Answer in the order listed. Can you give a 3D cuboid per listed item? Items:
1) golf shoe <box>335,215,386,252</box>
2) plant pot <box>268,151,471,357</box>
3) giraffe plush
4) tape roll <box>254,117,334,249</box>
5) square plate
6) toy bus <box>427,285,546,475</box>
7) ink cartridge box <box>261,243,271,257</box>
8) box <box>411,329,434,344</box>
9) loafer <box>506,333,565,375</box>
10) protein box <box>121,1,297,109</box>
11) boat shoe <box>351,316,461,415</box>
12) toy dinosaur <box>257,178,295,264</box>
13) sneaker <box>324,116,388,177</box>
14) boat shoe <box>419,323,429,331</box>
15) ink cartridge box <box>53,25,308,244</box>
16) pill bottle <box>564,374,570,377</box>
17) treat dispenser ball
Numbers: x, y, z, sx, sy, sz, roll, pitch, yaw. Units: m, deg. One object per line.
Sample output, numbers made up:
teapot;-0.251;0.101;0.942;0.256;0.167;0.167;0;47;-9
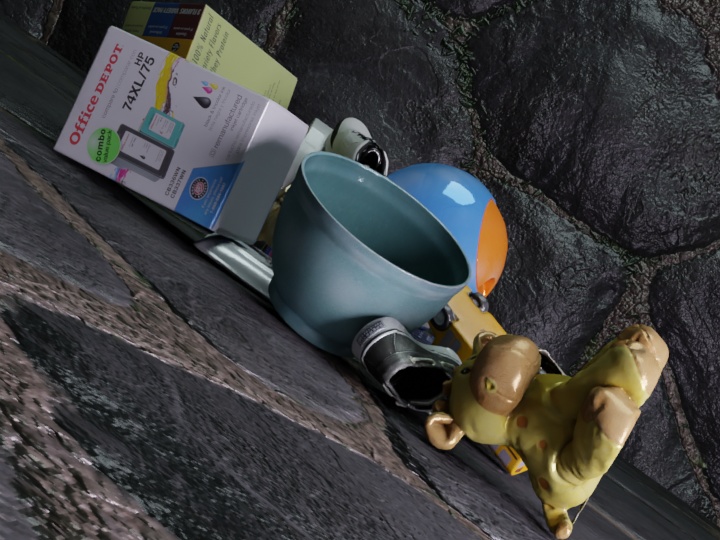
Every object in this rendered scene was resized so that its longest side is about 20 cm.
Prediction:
golf shoe;0.021;-0.020;1.355;0.199;0.095;0.078;23;23;-19
plant pot;-0.008;-0.001;1.235;0.199;0.135;0.201;30;23;-14
giraffe plush;0.153;0.117;1.103;0.161;0.201;0.172;30;26;12
tape roll;-0.100;-0.110;1.656;0.037;0.204;0.203;35;2;-7
square plate;-0.091;0.014;1.393;0.197;0.029;0.200;34;2;-4
toy bus;0.132;0.108;1.313;0.065;0.079;0.200;-13;55;-41
ink cartridge box;-0.066;-0.045;1.590;0.076;0.137;0.200;33;2;-7
box;0.077;0.107;1.626;0.157;0.051;0.200;34;2;5
loafer;0.204;0.123;1.525;0.200;0.075;0.069;35;-25;47
protein box;-0.215;-0.205;1.597;0.134;0.200;0.200;11;-13;36
boat shoe;0.058;0.108;1.206;0.064;0.071;0.200;53;11;33
toy dinosaur;-0.093;-0.055;1.443;0.200;0.100;0.059;-123;-162;-49
sneaker;0.004;-0.135;1.533;0.073;0.080;0.201;23;32;-21
boat shoe;0.000;0.000;1.455;0.199;0.073;0.072;24;-3;3
ink cartridge box;-0.188;-0.141;1.335;0.199;0.148;0.146;26;1;14
pill bottle;0.251;0.191;1.646;0.113;0.114;0.200;35;3;3
treat dispenser ball;0.088;-0.036;1.602;0.200;0.202;0.201;35;2;-1
